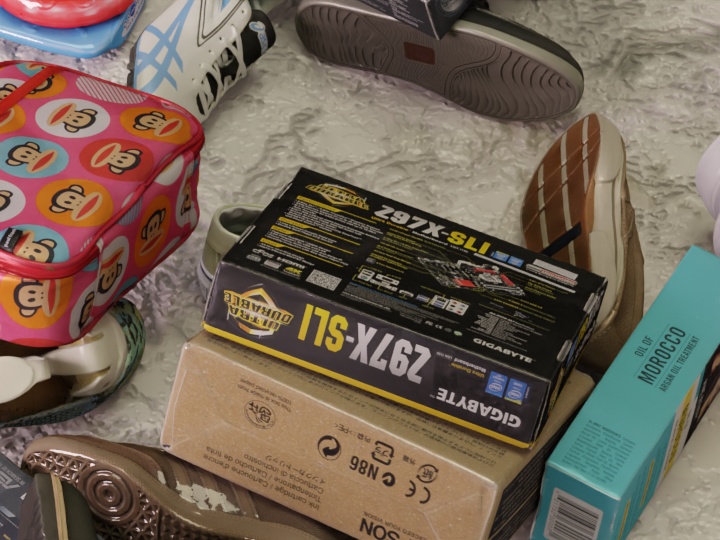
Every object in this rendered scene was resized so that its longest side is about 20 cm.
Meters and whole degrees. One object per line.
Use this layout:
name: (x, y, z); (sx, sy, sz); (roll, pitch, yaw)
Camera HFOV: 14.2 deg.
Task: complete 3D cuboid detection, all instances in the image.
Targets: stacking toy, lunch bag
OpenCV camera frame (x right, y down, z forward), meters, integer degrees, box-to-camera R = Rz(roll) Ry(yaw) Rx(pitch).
stacking toy: (-0.193, -0.246, 1.875); (0.109, 0.201, 0.116); (15, 47, 8)
lunch bag: (-0.201, -0.045, 1.687); (0.175, 0.082, 0.200); (20, 36, 18)

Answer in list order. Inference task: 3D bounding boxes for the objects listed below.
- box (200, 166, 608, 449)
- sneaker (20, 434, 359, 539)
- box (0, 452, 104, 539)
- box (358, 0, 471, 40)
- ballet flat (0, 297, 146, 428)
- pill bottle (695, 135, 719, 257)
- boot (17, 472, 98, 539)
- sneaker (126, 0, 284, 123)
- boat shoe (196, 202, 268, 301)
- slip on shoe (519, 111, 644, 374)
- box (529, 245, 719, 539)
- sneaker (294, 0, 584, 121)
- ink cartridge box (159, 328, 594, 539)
box: (0.028, 0.018, 1.644); (0.199, 0.050, 0.160); (20, 24, 8)
sneaker: (-0.094, 0.138, 1.642); (0.199, 0.071, 0.076); (22, 30, 10)
box: (-0.195, 0.202, 1.569); (0.200, 0.051, 0.158); (35, 53, 23)
box: (0.017, -0.258, 1.906); (0.199, 0.044, 0.160); (30, 70, 29)
ballet flat: (-0.185, 0.058, 1.661); (0.199, 0.075, 0.074); (-21, 51, -42)
pill bottle: (0.284, -0.002, 1.763); (0.112, 0.113, 0.201); (-13, 50, -17)
boot: (-0.098, 0.196, 1.514); (0.137, 0.078, 0.201); (-7, 66, -20)
sneaker: (-0.100, -0.140, 1.874); (0.072, 0.072, 0.201); (4, 45, 19)
boat shoe: (0.000, 0.000, 1.765); (0.198, 0.062, 0.072); (3, 47, -5)
slip on shoe: (0.146, -0.016, 1.802); (0.060, 0.076, 0.201); (37, 31, -26)
box: (0.167, 0.082, 1.696); (0.049, 0.083, 0.200); (26, 51, 15)
sneaker: (0.066, -0.174, 1.920); (0.199, 0.075, 0.107); (19, 52, 13)
ink cartridge box: (0.011, 0.081, 1.651); (0.199, 0.076, 0.165); (23, 26, 16)
